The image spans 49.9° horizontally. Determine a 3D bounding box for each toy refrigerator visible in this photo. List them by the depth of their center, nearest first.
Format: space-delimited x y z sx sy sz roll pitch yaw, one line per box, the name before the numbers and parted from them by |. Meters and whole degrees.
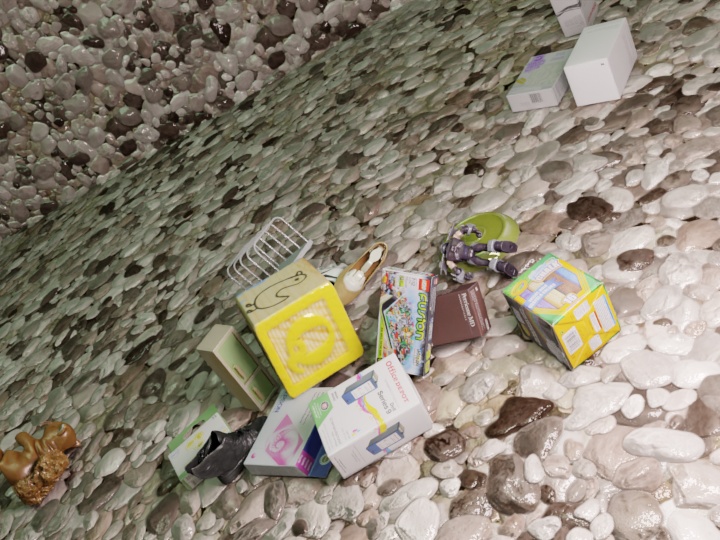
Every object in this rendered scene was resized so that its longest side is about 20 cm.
toy refrigerator | -0.266 0.216 1.706 0.069 0.201 0.076 1 44 42

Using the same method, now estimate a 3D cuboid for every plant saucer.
plant saucer | 0.266 -0.073 1.780 0.198 0.031 0.201 -24 33 16

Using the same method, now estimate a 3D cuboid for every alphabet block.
alphabet block | -0.136 0.120 1.689 0.194 0.198 0.200 -32 25 -11

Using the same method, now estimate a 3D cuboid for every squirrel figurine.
squirrel figurine | -0.785 0.472 1.925 0.186 0.143 0.199 -34 44 -22

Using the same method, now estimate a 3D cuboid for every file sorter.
file sorter | -0.243 -0.031 2.025 0.200 0.124 0.139 -34 19 54

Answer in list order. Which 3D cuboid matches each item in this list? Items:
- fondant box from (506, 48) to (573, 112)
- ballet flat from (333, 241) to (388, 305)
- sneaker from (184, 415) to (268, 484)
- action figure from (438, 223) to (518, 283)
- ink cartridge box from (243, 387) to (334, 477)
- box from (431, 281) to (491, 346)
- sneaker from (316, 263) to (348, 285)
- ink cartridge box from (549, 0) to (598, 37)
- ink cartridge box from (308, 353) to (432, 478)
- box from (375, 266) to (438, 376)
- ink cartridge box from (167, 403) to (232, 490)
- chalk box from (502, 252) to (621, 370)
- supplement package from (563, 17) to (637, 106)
fondant box | 0.512 -0.530 2.156 0.143 0.059 0.201 0 43 42
ballet flat | 0.000 0.000 1.875 0.201 0.068 0.063 -53 3 -29
sneaker | -0.269 0.361 1.603 0.060 0.105 0.200 4 47 45
action figure | 0.245 -0.035 1.678 0.199 0.069 0.132 12 96 45
ink cartridge box | -0.119 0.326 1.577 0.198 0.043 0.197 -10 38 36
box | 0.153 0.098 1.568 0.198 0.101 0.075 -16 5 26
sneaker | -0.123 0.043 1.932 0.198 0.074 0.089 -18 32 24
ink cartridge box | 0.629 -0.829 2.320 0.082 0.201 0.147 -9 38 38
ink cartridge box | 0.018 0.272 1.462 0.198 0.088 0.146 -29 40 0
box | 0.091 0.100 1.537 0.109 0.203 0.035 9 12 25
ink cartridge box | -0.361 0.377 1.721 0.145 0.048 0.200 -41 35 -10
chalk box | 0.356 0.063 1.424 0.123 0.125 0.200 -37 33 -6
supplement package | 0.624 -0.540 2.005 0.119 0.122 0.201 -3 42 39
